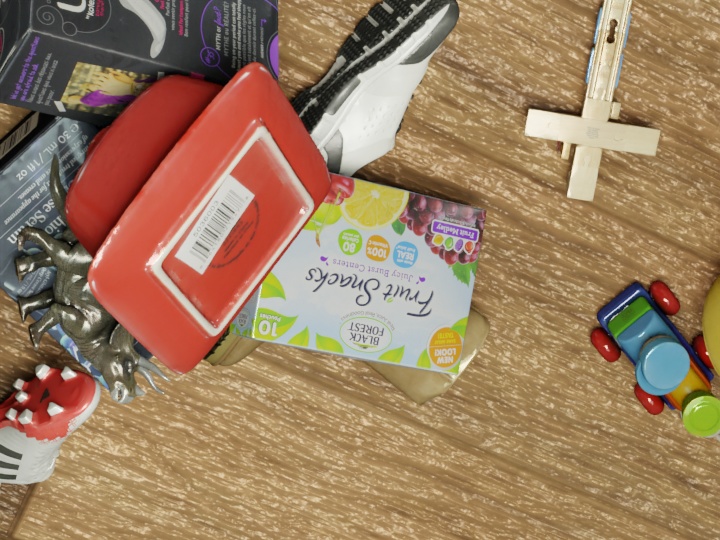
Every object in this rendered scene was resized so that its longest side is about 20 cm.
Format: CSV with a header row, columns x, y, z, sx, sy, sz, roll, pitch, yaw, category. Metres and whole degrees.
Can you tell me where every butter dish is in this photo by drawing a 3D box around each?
x,y,z,sx,sy,sz,roll,pitch,yaw,category
-0.142,-0.058,1.259,0.201,0.147,0.200,-52,153,-10,butter dish

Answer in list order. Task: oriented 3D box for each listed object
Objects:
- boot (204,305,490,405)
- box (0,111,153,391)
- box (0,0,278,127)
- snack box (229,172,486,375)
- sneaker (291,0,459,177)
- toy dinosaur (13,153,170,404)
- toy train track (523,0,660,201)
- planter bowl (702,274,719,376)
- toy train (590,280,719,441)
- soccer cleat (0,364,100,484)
x,y,z,sx,sy,sz,roll,pitch,yaw,category
-0.013,0.059,1.483,0.199,0.066,0.176,36,103,-19,boot
-0.219,-0.031,1.399,0.148,0.107,0.200,-41,111,8,box
-0.171,-0.181,1.300,0.198,0.123,0.106,13,150,-27,box
0.000,0.000,1.403,0.198,0.053,0.144,11,89,-30,snack box
0.013,-0.148,1.413,0.080,0.074,0.200,35,108,-33,sneaker
-0.214,0.003,1.327,0.101,0.077,0.202,-9,104,-19,toy dinosaur
0.202,-0.161,1.448,0.113,0.033,0.202,9,104,-3,toy train track
0.356,0.052,1.494,0.083,0.201,0.201,-21,118,39,planter bowl
0.294,0.112,1.515,0.084,0.116,0.200,-38,110,8,toy train
-0.276,0.139,1.450,0.199,0.069,0.085,-25,127,34,soccer cleat
